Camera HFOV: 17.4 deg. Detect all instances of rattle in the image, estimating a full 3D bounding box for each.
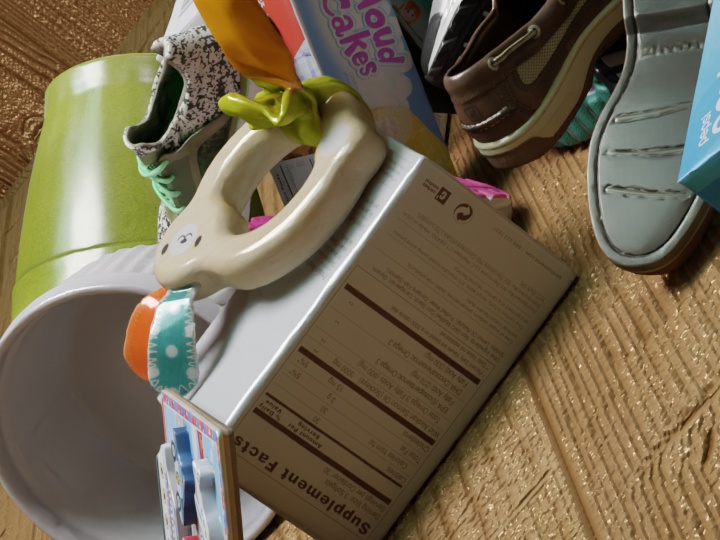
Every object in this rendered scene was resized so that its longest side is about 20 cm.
[{"bbox_3d":[-0.094,-0.042,1.264,0.200,0.143,0.130,-40,49,11],"label":"rattle"}]

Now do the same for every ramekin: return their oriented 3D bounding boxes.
[{"bbox_3d":[-0.126,0.078,1.472,0.200,0.200,0.105,-46,8,27],"label":"ramekin"}]

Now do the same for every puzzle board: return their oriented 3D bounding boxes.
[{"bbox_3d":[-0.080,0.170,1.211,0.151,0.017,0.200,-164,68,-73],"label":"puzzle board"}]

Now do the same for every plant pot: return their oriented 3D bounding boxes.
[{"bbox_3d":[-0.152,-0.042,1.654,0.200,0.200,0.193,-33,57,54],"label":"plant pot"}]

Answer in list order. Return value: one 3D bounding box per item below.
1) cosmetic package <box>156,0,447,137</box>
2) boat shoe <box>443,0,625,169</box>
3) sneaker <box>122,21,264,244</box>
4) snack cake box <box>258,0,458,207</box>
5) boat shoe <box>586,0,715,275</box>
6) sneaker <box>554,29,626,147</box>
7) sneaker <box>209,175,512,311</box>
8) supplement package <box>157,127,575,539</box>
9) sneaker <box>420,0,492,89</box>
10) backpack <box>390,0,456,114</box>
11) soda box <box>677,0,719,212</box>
[{"bbox_3d":[-0.037,-0.136,1.649,0.081,0.200,0.113,-46,19,27],"label":"cosmetic package"},{"bbox_3d":[0.104,-0.150,1.269,0.075,0.075,0.202,-19,34,45],"label":"boat shoe"},{"bbox_3d":[-0.116,-0.076,1.475,0.077,0.089,0.200,41,129,42],"label":"sneaker"},{"bbox_3d":[-0.015,-0.102,1.485,0.067,0.200,0.115,-26,9,-27],"label":"snack cake box"},{"bbox_3d":[0.163,-0.082,1.188,0.072,0.068,0.200,2,66,25],"label":"boat shoe"},{"bbox_3d":[0.141,-0.128,1.369,0.088,0.074,0.200,-50,23,-25],"label":"sneaker"},{"bbox_3d":[0.000,0.000,1.392,0.200,0.088,0.081,-18,20,-16],"label":"sneaker"},{"bbox_3d":[0.000,0.038,1.292,0.200,0.117,0.117,-53,23,1],"label":"supplement package"},{"bbox_3d":[0.084,-0.206,1.442,0.079,0.074,0.200,30,102,46],"label":"sneaker"},{"bbox_3d":[0.073,-0.223,1.560,0.151,0.178,0.200,1,53,46],"label":"backpack"},{"bbox_3d":[0.204,-0.101,1.101,0.068,0.064,0.200,-42,20,38],"label":"soda box"}]
